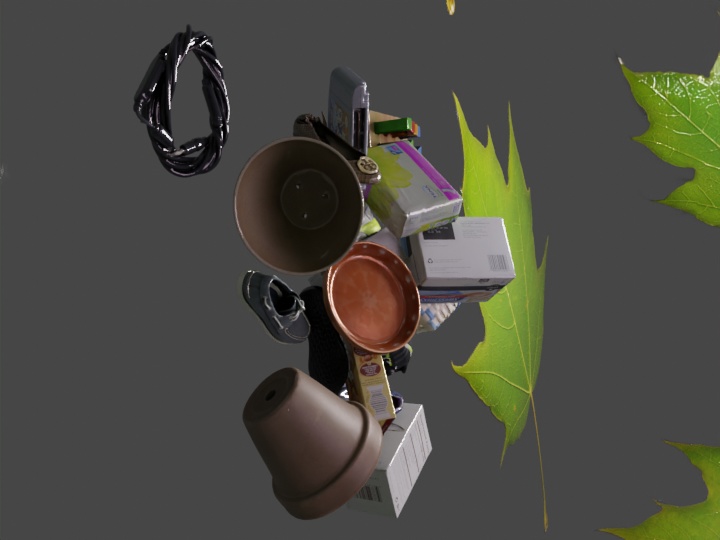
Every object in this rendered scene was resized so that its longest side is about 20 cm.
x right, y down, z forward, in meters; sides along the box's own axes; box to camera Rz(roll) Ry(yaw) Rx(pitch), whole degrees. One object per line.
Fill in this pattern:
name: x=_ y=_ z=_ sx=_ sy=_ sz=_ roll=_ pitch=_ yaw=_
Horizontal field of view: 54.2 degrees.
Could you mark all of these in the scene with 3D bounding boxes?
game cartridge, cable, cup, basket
game cartridge: x=-0.024 y=-0.248 z=1.254 sx=0.041 sy=0.133 sz=0.204 roll=-11 pitch=123 yaw=-21
cable: x=-0.225 y=-0.231 z=0.957 sx=0.164 sy=0.050 sz=0.204 roll=53 pitch=44 yaw=-49
cup: x=-0.088 y=-0.105 z=1.104 sx=0.143 sy=0.195 sz=0.205 roll=-69 pitch=154 yaw=-79
basket: x=0.145 y=0.038 z=1.523 sx=0.140 sy=0.175 sz=0.200 roll=50 pitch=54 yaw=-11

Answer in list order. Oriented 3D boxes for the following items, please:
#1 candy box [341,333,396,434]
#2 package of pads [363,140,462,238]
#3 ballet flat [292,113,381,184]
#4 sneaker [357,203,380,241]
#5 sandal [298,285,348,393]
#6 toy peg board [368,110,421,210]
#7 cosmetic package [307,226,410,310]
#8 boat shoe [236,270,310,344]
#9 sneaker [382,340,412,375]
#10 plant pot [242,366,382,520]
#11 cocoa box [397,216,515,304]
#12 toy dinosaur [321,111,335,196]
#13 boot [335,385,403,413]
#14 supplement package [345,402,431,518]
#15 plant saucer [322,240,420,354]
candy box: x=0.006 y=0.187 z=1.262 sx=0.116 sy=0.054 sz=0.204 roll=112 pitch=-31 yaw=-61
package of pads: x=0.077 y=-0.158 z=1.328 sx=0.152 sy=0.201 sz=0.069 roll=-18 pitch=143 yaw=-33
ballet flat: x=-0.040 y=-0.206 z=1.172 sx=0.067 sy=0.199 sz=0.047 roll=-18 pitch=139 yaw=-44
sneaker: x=-0.035 y=-0.083 z=1.320 sx=0.200 sy=0.073 sz=0.082 roll=-35 pitch=103 yaw=-59
sandal: x=-0.061 y=0.122 z=1.249 sx=0.048 sy=0.073 sz=0.205 roll=-58 pitch=141 yaw=-70
toy peg board: x=0.092 y=-0.236 z=1.522 sx=0.198 sy=0.096 sz=0.205 roll=-10 pitch=99 yaw=-62
cosmetic package: x=0.000 y=0.000 z=1.298 sx=0.199 sy=0.050 sz=0.083 roll=-33 pitch=89 yaw=-39
boat shoe: x=-0.124 y=0.065 z=1.133 sx=0.200 sy=0.061 sz=0.074 roll=52 pitch=46 yaw=-49
sneaker: x=0.064 y=0.180 z=1.485 sx=0.199 sy=0.070 sz=0.085 roll=27 pitch=67 yaw=-60
plant pot: x=-0.091 y=0.250 z=1.096 sx=0.175 sy=0.198 sz=0.202 roll=51 pitch=43 yaw=-23
cocoa box: x=0.182 y=-0.019 z=1.393 sx=0.132 sy=0.195 sz=0.136 roll=124 pitch=-39 yaw=-59
toy dinosaur: x=-0.054 y=-0.188 z=1.261 sx=0.060 sy=0.107 sz=0.201 roll=22 pitch=26 yaw=-30
boot: x=0.008 y=0.247 z=1.354 sx=0.199 sy=0.088 sz=0.075 roll=15 pitch=77 yaw=-62
supplement package: x=0.050 y=0.371 z=1.406 sx=0.200 sy=0.114 sz=0.120 roll=-49 pitch=131 yaw=-52
plant saucer: x=0.019 y=0.049 z=1.238 sx=0.197 sy=0.032 sz=0.205 roll=13 pitch=64 yaw=-29
